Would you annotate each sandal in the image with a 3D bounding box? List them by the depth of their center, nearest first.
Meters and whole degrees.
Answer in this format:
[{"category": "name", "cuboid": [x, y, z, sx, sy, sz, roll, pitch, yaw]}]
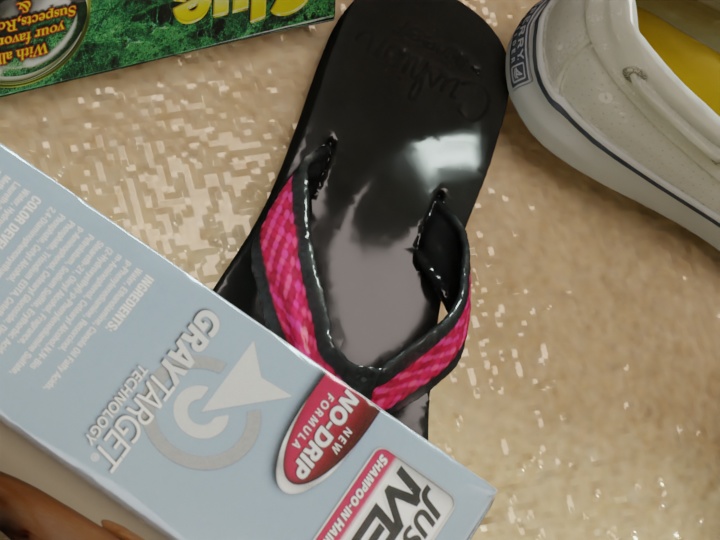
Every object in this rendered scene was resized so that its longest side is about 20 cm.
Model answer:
[{"category": "sandal", "cuboid": [0.000, 0.000, 0.763, 0.075, 0.045, 0.200, 24, 63, -16]}]

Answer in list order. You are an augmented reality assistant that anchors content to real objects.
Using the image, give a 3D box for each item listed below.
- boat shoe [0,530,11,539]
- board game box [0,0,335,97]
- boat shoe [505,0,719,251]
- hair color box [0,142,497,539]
[{"category": "boat shoe", "cuboid": [-0.104, 0.093, 0.652, 0.200, 0.072, 0.068, 49, 57, -22]}, {"category": "board game box", "cuboid": [-0.092, -0.095, 0.731, 0.200, 0.105, 0.023, -16, 37, -29]}, {"category": "boat shoe", "cuboid": [0.147, -0.039, 0.815, 0.202, 0.086, 0.075, 28, 61, -20]}, {"category": "hair color box", "cuboid": [-0.076, 0.035, 0.670, 0.200, 0.099, 0.061, 34, 61, 1]}]
